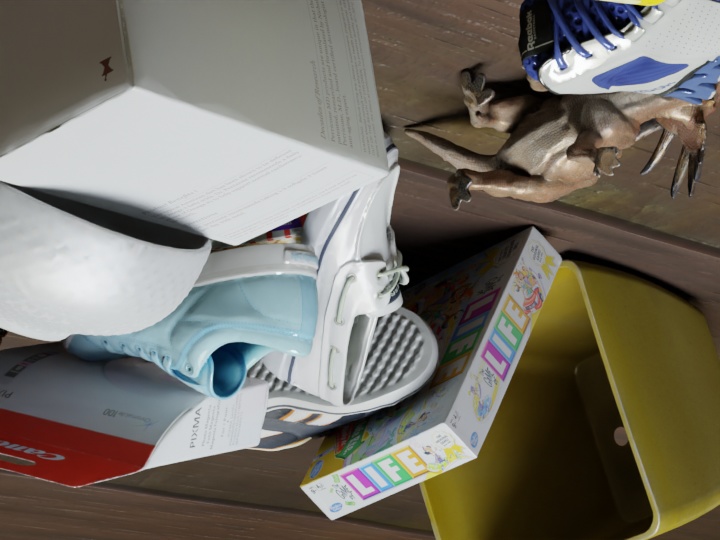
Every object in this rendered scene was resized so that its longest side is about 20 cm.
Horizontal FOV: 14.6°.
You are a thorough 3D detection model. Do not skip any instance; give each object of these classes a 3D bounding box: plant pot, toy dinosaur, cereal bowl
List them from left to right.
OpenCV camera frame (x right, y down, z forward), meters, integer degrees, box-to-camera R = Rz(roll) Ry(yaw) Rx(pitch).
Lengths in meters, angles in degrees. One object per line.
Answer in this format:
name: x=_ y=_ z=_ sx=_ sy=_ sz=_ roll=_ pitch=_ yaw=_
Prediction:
cereal bowl: x=-0.184 y=-0.020 z=1.505 sx=0.200 sy=0.083 sz=0.200 roll=26 pitch=-172 yaw=-4
toy dinosaur: x=0.129 y=-0.076 z=1.665 sx=0.200 sy=0.086 sz=0.135 roll=-17 pitch=166 yaw=34
plant pot: x=0.167 y=0.115 z=2.039 sx=0.200 sy=0.201 sz=0.176 roll=-28 pitch=163 yaw=40

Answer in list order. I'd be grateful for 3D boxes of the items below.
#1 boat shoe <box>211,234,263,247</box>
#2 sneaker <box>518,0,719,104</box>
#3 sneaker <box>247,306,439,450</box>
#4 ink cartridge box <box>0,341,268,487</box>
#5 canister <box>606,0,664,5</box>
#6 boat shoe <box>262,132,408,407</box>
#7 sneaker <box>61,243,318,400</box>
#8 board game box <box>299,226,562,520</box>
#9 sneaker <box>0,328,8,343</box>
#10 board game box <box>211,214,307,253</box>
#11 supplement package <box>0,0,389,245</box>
boat shoe: x=-0.140 y=-0.040 z=1.653 sx=0.201 sy=0.072 sz=0.061 roll=-11 pitch=164 yaw=-18
sneaker: x=0.146 y=-0.138 z=1.505 sx=0.115 sy=0.081 sz=0.199 roll=-8 pitch=161 yaw=-11
sneaker: x=-0.033 y=0.069 z=1.844 sx=0.199 sy=0.079 sz=0.079 roll=-9 pitch=158 yaw=22
ink cartridge box: x=-0.176 y=0.084 z=1.733 sx=0.162 sy=0.057 sz=0.200 roll=11 pitch=-175 yaw=30
canister: x=0.088 y=-0.190 z=1.339 sx=0.200 sy=0.087 sz=0.148 roll=3 pitch=156 yaw=-34
boat shoe: x=0.000 y=0.000 z=1.732 sx=0.074 sy=0.067 sz=0.200 roll=-45 pitch=162 yaw=-44
sneaker: x=-0.109 y=0.042 z=1.712 sx=0.200 sy=0.082 sz=0.074 roll=-17 pitch=160 yaw=40
board game box: x=0.049 y=0.067 z=1.862 sx=0.134 sy=0.200 sz=0.034 roll=-27 pitch=114 yaw=39
sneaker: x=-0.245 y=0.021 z=1.762 sx=0.077 sy=0.078 sz=0.200 roll=-9 pitch=159 yaw=-15
board game box: x=-0.105 y=0.004 z=1.814 sx=0.151 sy=0.046 sz=0.200 roll=-8 pitch=159 yaw=-3
supplement package: x=-0.097 y=-0.101 z=1.443 sx=0.117 sy=0.118 sz=0.200 roll=-23 pitch=156 yaw=34
